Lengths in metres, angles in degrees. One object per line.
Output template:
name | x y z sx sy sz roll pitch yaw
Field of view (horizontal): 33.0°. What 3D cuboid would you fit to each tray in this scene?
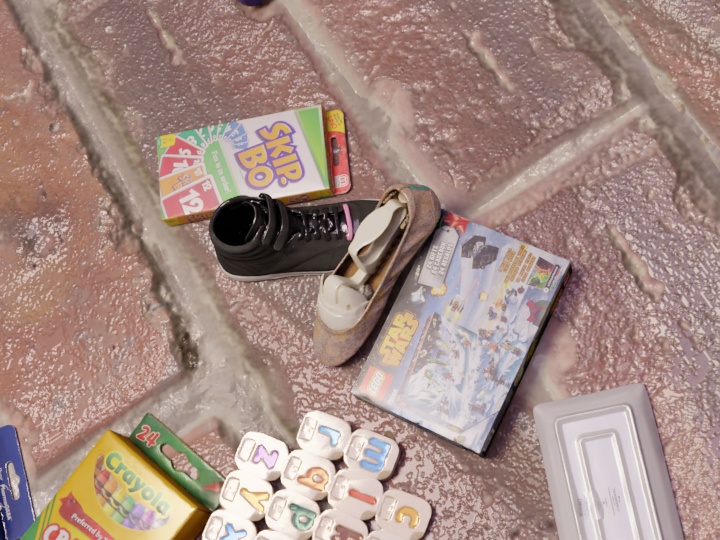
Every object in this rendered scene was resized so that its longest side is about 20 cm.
tray | 0.224 0.205 1.079 0.107 0.022 0.200 -13 71 11

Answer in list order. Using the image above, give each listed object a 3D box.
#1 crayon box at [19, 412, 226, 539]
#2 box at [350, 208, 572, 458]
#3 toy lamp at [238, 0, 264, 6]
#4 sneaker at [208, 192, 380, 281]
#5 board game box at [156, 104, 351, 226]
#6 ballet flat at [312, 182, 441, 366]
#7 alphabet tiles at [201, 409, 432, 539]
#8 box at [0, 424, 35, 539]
crayon box | -0.234 0.246 1.164 0.127 0.051 0.200 35 84 21
box | 0.096 0.057 1.145 0.137 0.040 0.200 24 81 18
toy lamp | -0.154 -0.374 1.329 0.058 0.058 0.200 -29 69 4
sneaker | -0.056 -0.040 1.180 0.200 0.099 0.071 -11 69 9
board game box | -0.112 -0.110 1.256 0.200 0.030 0.096 -9 72 9
ballet flat | 0.000 0.000 1.149 0.068 0.067 0.200 35 99 32
alphabet tiles | -0.041 0.238 1.133 0.195 0.015 0.200 19 79 13
box | -0.433 0.240 1.226 0.200 0.032 0.121 -21 70 6
